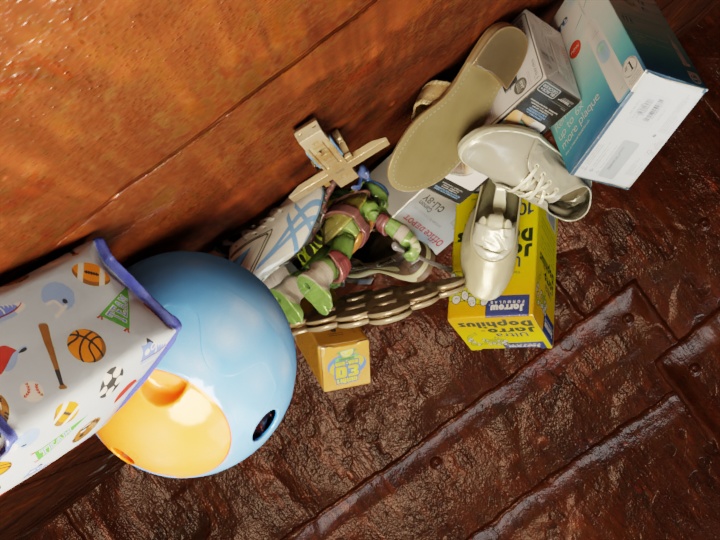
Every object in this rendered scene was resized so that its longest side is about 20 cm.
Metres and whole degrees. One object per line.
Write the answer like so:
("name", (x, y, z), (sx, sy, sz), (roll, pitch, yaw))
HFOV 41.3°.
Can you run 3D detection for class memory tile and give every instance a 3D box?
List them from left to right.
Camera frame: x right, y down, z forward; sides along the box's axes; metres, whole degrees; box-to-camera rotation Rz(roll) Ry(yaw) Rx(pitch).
("memory tile", (0.013, 0.042, 1.113), (0.198, 0.017, 0.152), (-9, -171, 45))

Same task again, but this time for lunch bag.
("lunch bag", (-0.253, 0.091, 0.698), (0.170, 0.124, 0.200), (-34, 167, -48))

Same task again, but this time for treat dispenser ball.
("treat dispenser ball", (-0.157, 0.084, 0.864), (0.200, 0.202, 0.201), (-37, 176, -3))

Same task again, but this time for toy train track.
("toy train track", (-0.034, -0.117, 0.919), (0.114, 0.033, 0.200), (-31, 171, 5))

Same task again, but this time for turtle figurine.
("turtle figurine", (0.000, 0.000, 1.108), (0.194, 0.143, 0.202), (-45, 137, -36))

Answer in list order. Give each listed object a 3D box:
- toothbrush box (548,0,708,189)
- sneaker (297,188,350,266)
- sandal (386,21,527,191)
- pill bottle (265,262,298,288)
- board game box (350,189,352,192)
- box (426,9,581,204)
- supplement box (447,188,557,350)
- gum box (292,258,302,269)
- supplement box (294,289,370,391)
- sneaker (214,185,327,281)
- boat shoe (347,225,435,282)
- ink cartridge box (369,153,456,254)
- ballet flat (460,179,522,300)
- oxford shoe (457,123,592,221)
("toothbrush box", (0.274, -0.216, 1.056), (0.084, 0.202, 0.147), (11, 135, -22))
("sneaker", (-0.044, -0.049, 1.253), (0.083, 0.075, 0.200), (-31, 174, -18))
("sandal", (0.097, -0.183, 1.050), (0.212, 0.077, 0.070), (-52, -149, 10))
("pill bottle", (-0.161, 0.076, 1.360), (0.199, 0.113, 0.112), (-37, 176, 7))
("board game box", (0.062, -0.136, 1.385), (0.199, 0.048, 0.102), (-37, 175, -6))
("box", (0.149, -0.183, 1.092), (0.060, 0.118, 0.200), (22, 134, -32))
("supplement box", (0.180, -0.014, 1.187), (0.107, 0.203, 0.110), (-4, 154, 24))
("gum box", (-0.127, 0.049, 1.500), (0.199, 0.045, 0.170), (-38, -165, 13))
("supplement box", (-0.046, 0.079, 1.222), (0.066, 0.070, 0.200), (-8, -159, -14))
("sneaker", (-0.110, -0.028, 1.038), (0.201, 0.072, 0.072), (-51, -162, -14))
("boat shoe", (0.007, -0.034, 1.289), (0.201, 0.075, 0.076), (3, -110, 45))
("ink cartridge box", (0.125, -0.131, 1.273), (0.200, 0.084, 0.145), (-41, 146, 14))
("ballet flat", (0.158, -0.067, 1.113), (0.069, 0.069, 0.203), (134, -30, -66))
("oxford shoe", (0.190, -0.106, 1.057), (0.198, 0.058, 0.075), (20, 137, -35))
